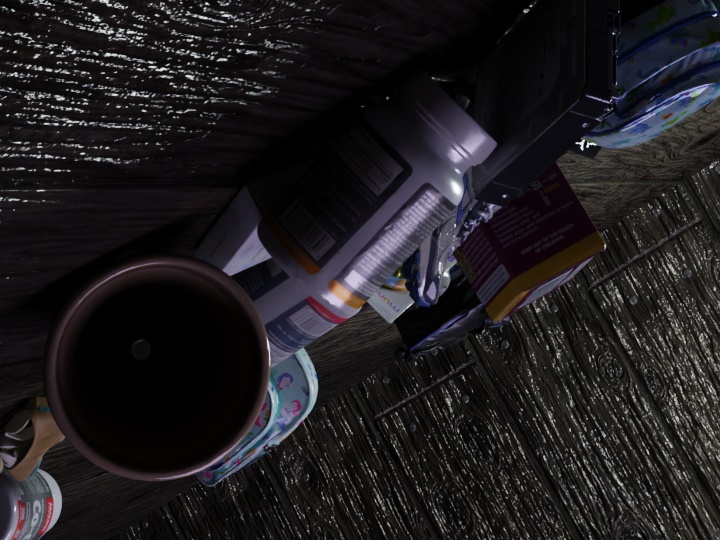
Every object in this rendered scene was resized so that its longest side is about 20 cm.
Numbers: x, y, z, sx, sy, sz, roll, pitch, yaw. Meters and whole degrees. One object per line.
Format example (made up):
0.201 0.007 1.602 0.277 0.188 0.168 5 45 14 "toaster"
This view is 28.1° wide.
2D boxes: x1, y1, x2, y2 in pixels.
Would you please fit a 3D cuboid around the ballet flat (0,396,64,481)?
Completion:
-0.394 0.193 1.694 0.063 0.069 0.200 9 147 -30 "ballet flat"

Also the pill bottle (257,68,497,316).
0.015 -0.067 1.229 0.200 0.116 0.116 -46 169 6 "pill bottle"

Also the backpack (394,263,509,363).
0.149 0.051 2.343 0.199 0.155 0.190 -26 165 18 "backpack"

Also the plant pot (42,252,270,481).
-0.195 0.083 1.329 0.199 0.201 0.175 -28 -172 -13 "plant pot"

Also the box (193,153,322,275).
-0.047 -0.065 1.376 0.199 0.041 0.156 -26 170 -32 "box"

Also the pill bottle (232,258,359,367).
-0.107 0.041 1.523 0.199 0.120 0.119 -32 171 20 "pill bottle"

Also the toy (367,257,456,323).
0.039 -0.033 1.513 0.047 0.115 0.200 -53 172 31 "toy"

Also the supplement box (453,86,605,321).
0.136 -0.068 1.427 0.103 0.201 0.131 -28 172 -13 "supplement box"

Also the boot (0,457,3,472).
-0.494 0.226 1.553 0.199 0.073 0.166 -28 159 -3 "boot"

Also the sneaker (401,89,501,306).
0.092 -0.062 1.315 0.085 0.202 0.077 13 172 -6 "sneaker"

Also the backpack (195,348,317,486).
-0.158 0.153 1.819 0.199 0.178 0.151 -34 177 0 "backpack"

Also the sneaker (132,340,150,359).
-0.248 0.106 1.564 0.074 0.080 0.200 -33 172 13 "sneaker"

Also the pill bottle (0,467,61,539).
-0.469 0.311 1.889 0.113 0.114 0.200 -30 172 5 "pill bottle"

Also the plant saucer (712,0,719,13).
0.402 -0.280 1.656 0.199 0.036 0.200 -29 172 -4 "plant saucer"

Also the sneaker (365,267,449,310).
0.000 0.000 1.595 0.198 0.080 0.076 -4 147 10 "sneaker"

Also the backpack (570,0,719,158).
0.279 -0.197 1.448 0.200 0.154 0.163 -46 160 18 "backpack"

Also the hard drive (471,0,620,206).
0.152 -0.157 1.216 0.038 0.141 0.200 13 155 -19 "hard drive"
